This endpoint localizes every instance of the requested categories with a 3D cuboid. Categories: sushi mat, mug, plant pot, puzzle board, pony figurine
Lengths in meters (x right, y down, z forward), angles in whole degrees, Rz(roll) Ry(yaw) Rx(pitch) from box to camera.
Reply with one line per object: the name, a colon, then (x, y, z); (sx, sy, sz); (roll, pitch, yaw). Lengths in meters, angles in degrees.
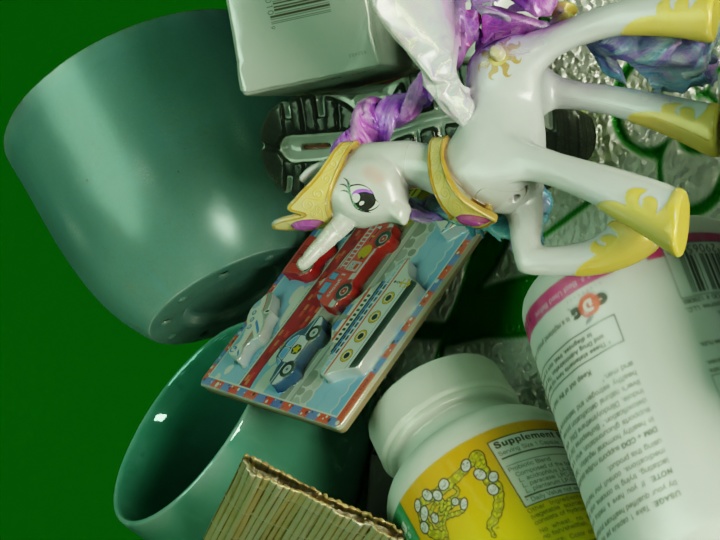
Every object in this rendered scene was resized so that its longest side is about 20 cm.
sushi mat: (-0.043, 0.164, 0.920); (0.200, 0.095, 0.012); (117, 177, -58)
mug: (-0.056, 0.118, 1.029); (0.185, 0.114, 0.152); (-35, 28, 35)
plant pot: (-0.115, -0.049, 1.084); (0.201, 0.200, 0.161); (-45, 66, 44)
puzzle board: (0.000, 0.000, 0.960); (0.150, 0.017, 0.200); (9, 58, 55)
pony figurine: (0.064, -0.085, 0.744); (0.199, 0.167, 0.194); (4, 69, 25)

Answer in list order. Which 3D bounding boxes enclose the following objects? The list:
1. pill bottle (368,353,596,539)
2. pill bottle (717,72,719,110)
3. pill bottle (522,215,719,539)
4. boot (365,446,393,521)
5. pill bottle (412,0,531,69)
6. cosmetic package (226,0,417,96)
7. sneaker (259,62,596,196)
pill bottle: (0.081, 0.143, 0.852); (0.113, 0.112, 0.200); (-60, 44, 33)
pill bottle: (0.216, 0.002, 0.669); (0.116, 0.115, 0.201); (-19, 72, 53)
pill bottle: (0.156, 0.086, 0.750); (0.113, 0.113, 0.201); (-44, 53, 44)
boot: (0.048, 0.180, 0.935); (0.200, 0.077, 0.139); (11, 92, 53)
pill bottle: (0.068, -0.213, 0.903); (0.104, 0.104, 0.201); (-1, 88, 55)
cosmetic package: (-0.020, -0.160, 0.933); (0.081, 0.200, 0.113); (-10, 92, 9)
sneaker: (0.045, -0.082, 0.924); (0.199, 0.090, 0.079); (4, 102, 30)
